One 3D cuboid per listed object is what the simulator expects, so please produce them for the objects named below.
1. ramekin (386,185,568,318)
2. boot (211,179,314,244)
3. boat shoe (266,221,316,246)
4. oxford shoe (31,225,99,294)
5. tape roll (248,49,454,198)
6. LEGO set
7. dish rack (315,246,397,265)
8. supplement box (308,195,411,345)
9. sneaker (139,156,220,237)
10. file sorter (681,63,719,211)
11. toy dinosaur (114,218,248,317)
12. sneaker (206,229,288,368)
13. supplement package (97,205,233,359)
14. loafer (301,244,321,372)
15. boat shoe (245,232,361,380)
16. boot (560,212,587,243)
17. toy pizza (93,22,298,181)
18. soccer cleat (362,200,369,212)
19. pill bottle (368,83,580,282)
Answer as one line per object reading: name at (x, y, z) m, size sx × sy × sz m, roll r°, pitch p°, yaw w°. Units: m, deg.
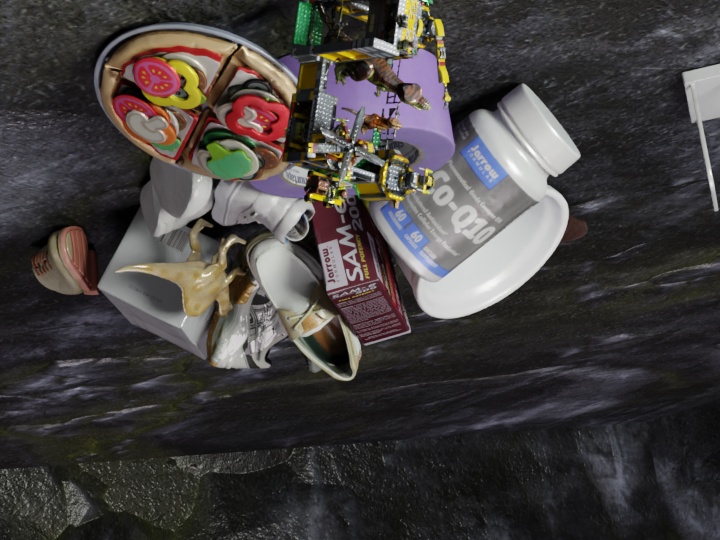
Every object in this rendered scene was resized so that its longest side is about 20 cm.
ramekin at (0.124, -0.049, 1.723) m, size 0.200 × 0.098 × 0.201 m, roll -26°, pitch 148°, yaw -17°
boot at (-0.099, -0.060, 1.610) m, size 0.074 × 0.095 × 0.200 m, roll -52°, pitch 179°, yaw -4°
boat shoe at (-0.089, -0.023, 1.798) m, size 0.062 × 0.072 × 0.200 m, roll 32°, pitch 141°, yaw -6°
oxford shoe at (-0.355, -0.004, 1.816) m, size 0.073 × 0.071 × 0.200 m, roll -5°, pitch 166°, yaw -3°
tape roll at (-0.014, -0.139, 1.456) m, size 0.199 × 0.085 × 0.200 m, roll -9°, pitch 166°, yaw -2°
LEGO set at (0.023, -0.147, 1.235) m, size 0.154 × 0.201 × 0.116 m, roll 24°, pitch 165°, yaw -41°
dish rack at (-0.012, -0.004, 1.910) m, size 0.154 × 0.055 × 0.200 m, roll -52°, pitch 149°, yaw 17°
supplement box at (0.000, 0.000, 1.678) m, size 0.061 × 0.109 × 0.200 m, roll -16°, pitch 160°, yaw 7°
sneaker at (-0.172, -0.091, 1.610) m, size 0.088 × 0.076 × 0.200 m, roll -16°, pitch 176°, yaw -20°
file sorter at (0.450, -0.151, 1.600) m, size 0.199 × 0.125 × 0.139 m, roll -12°, pitch 166°, yaw 13°
toy dinosaur at (-0.171, 0.001, 1.655) m, size 0.058 × 0.101 × 0.200 m, roll 24°, pitch 177°, yaw 31°
sneaker at (-0.111, 0.034, 1.777) m, size 0.087 × 0.076 × 0.200 m, roll 11°, pitch 130°, yaw -20°
supplement package at (-0.220, 0.018, 1.818) m, size 0.113 × 0.110 × 0.200 m, roll 26°, pitch 169°, yaw 8°
loafer at (-0.041, 0.038, 1.792) m, size 0.069 × 0.075 × 0.200 m, roll -17°, pitch 143°, yaw -12°
boat shoe at (-0.054, 0.041, 1.681) m, size 0.075 × 0.068 × 0.200 m, roll -32°, pitch 126°, yaw 9°
boot at (0.180, -0.040, 1.974) m, size 0.199 × 0.073 × 0.166 m, roll -20°, pitch 160°, yaw 22°
toy pizza at (-0.136, -0.136, 1.326) m, size 0.199 × 0.032 × 0.200 m, roll 10°, pitch 146°, yaw 6°
soccer cleat at (0.045, -0.060, 1.766) m, size 0.065 × 0.084 × 0.200 m, roll 18°, pitch -173°, yaw 34°
pill bottle at (0.116, -0.090, 1.552) m, size 0.200 × 0.114 × 0.114 m, roll -39°, pitch 157°, yaw 15°
